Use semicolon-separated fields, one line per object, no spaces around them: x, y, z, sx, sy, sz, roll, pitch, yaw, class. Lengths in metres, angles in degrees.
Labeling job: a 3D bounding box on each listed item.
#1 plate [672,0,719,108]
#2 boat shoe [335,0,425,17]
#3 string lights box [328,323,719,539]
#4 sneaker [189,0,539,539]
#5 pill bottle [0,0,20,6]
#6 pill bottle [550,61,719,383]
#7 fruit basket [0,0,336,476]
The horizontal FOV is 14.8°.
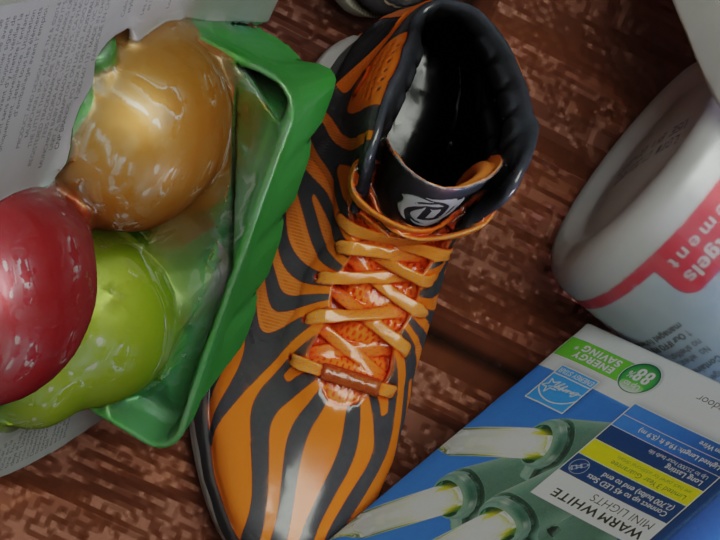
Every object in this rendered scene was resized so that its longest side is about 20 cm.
0.196;-0.118;0.985;0.199;0.032;0.200;5;42;-18;plate
0.063;-0.166;0.974;0.200;0.063;0.073;-51;131;-15;boat shoe
0.047;0.110;0.902;0.200;0.103;0.059;-38;129;-26;string lights box
0.000;0.000;0.913;0.077;0.112;0.201;15;77;-15;sneaker
-0.159;-0.154;0.886;0.114;0.114;0.201;-15;85;-20;pill bottle
0.172;0.021;0.970;0.200;0.109;0.109;38;71;-9;pill bottle
-0.097;-0.012;0.822;0.094;0.186;0.200;33;29;24;fruit basket
